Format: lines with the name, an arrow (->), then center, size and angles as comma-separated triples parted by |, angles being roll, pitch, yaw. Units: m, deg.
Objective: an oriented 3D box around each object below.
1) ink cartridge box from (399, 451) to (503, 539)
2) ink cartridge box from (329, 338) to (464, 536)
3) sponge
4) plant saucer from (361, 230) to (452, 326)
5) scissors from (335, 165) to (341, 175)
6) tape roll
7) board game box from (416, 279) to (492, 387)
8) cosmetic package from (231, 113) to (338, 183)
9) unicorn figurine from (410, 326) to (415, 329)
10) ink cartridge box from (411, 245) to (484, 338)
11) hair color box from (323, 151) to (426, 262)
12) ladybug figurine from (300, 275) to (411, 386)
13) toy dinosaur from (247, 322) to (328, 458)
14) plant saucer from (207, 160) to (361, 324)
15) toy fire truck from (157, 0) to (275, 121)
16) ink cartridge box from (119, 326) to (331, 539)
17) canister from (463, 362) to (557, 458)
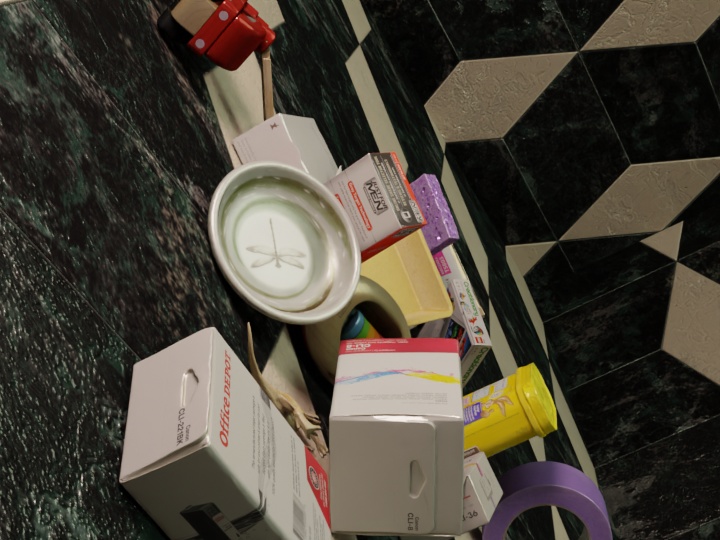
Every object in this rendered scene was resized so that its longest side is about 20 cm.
ink cartridge box -> 0.107, 0.298, 1.600 | 0.068, 0.116, 0.200 | 65, 13, 4
ink cartridge box -> 0.042, 0.180, 1.393 | 0.200, 0.144, 0.146 | -83, 173, -70
sponge -> 0.059, -0.054, 1.950 | 0.030, 0.200, 0.112 | -2, 65, -47
plant saucer -> 0.000, 0.000, 1.698 | 0.201, 0.199, 0.048 | 68, -29, 18
scissors -> -0.057, -0.062, 1.668 | 0.073, 0.014, 0.201 | 12, 61, -19
tape roll -> 0.287, 0.404, 1.954 | 0.201, 0.199, 0.085 | 62, 12, -12
board game box -> 0.134, 0.125, 1.959 | 0.200, 0.034, 0.127 | 118, -34, -45
cosmetic package -> -0.096, -0.148, 1.733 | 0.113, 0.081, 0.200 | 64, 13, 2
unicorn figurine -> 0.061, 0.061, 1.916 | 0.074, 0.137, 0.200 | 53, -3, 3
ink cartridge box -> 0.111, 0.021, 2.104 | 0.201, 0.075, 0.165 | 67, -21, 12
hair color box -> -0.025, -0.054, 1.537 | 0.061, 0.200, 0.102 | -10, 74, -53
ladybug figurine -> -0.012, 0.080, 1.566 | 0.072, 0.136, 0.200 | 11, -33, 46
toy dinosaur -> -0.085, 0.143, 1.289 | 0.101, 0.058, 0.200 | 55, -4, 35
plant saucer -> -0.094, -0.027, 1.437 | 0.199, 0.050, 0.201 | 17, 59, -30
toy fire truck -> -0.159, -0.292, 1.643 | 0.200, 0.129, 0.176 | 41, 18, -13
ink cartridge box -> -0.105, 0.169, 1.032 | 0.200, 0.083, 0.145 | 58, 14, -32
canister -> 0.183, 0.226, 1.868 | 0.087, 0.199, 0.149 | 63, 12, -6
